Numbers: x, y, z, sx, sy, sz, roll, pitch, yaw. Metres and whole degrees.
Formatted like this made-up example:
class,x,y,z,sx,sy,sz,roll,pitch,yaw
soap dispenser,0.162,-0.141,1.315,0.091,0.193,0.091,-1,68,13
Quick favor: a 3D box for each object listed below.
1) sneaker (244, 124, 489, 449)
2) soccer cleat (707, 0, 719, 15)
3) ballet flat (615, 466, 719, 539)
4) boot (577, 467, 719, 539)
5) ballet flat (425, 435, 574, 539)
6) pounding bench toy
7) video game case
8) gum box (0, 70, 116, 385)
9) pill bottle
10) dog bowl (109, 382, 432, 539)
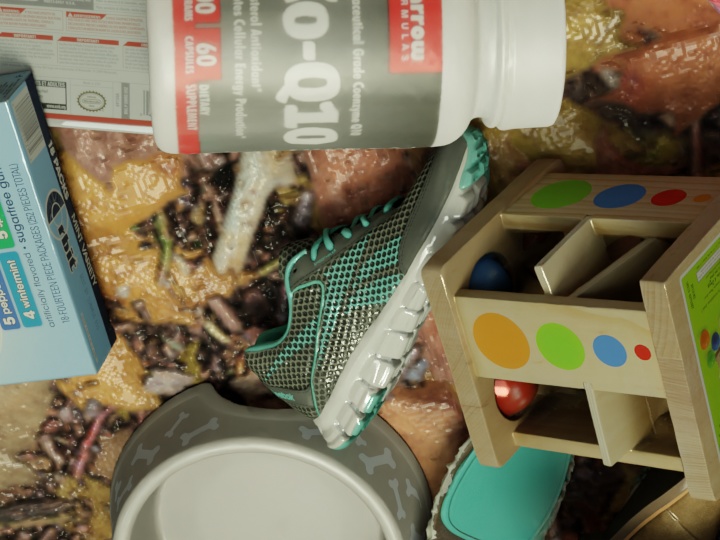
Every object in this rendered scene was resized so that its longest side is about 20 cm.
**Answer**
class,x,y,z,sx,sy,sz,roll,pitch,yaw
sneaker,0.000,0.000,0.961,0.091,0.078,0.200,30,108,7
soccer cleat,0.172,-0.165,0.869,0.200,0.068,0.073,21,120,-8
ballet flat,0.172,0.183,1.027,0.074,0.074,0.200,0,114,5
boot,0.174,0.149,0.955,0.075,0.074,0.200,42,115,6
ballet flat,0.063,0.165,1.024,0.072,0.072,0.200,27,83,-8
pounding bench toy,0.148,0.005,0.927,0.156,0.200,0.124,4,123,39
video game case,-0.131,-0.168,0.919,0.143,0.017,0.200,5,117,3
gum box,-0.257,-0.013,0.981,0.200,0.045,0.170,-6,117,14
pill bottle,-0.004,-0.117,0.871,0.200,0.114,0.114,-2,116,-4
dog bowl,-0.057,0.163,1.050,0.200,0.059,0.200,2,115,4
